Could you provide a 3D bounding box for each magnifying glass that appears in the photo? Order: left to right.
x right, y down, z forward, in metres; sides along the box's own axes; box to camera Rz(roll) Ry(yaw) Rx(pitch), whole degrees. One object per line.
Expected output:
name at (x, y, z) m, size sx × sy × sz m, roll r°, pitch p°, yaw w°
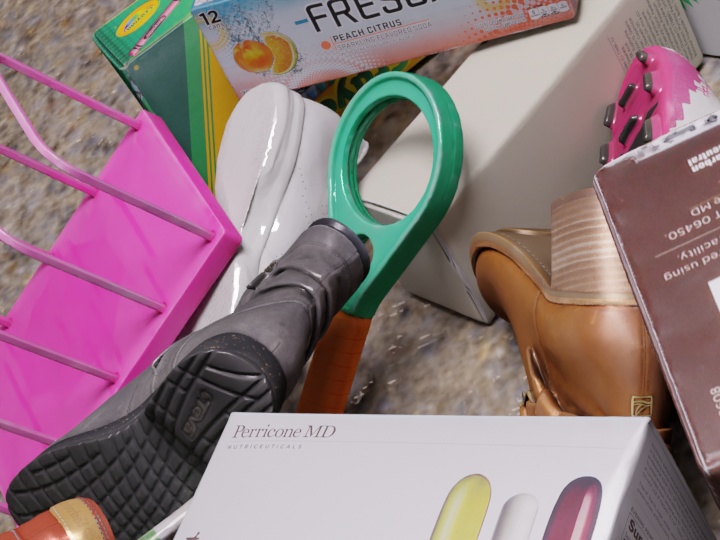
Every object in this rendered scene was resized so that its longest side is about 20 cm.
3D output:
magnifying glass at (0.000, 0.000, 1.075) m, size 0.079 × 0.022 × 0.201 m, roll 25°, pitch 104°, yaw 45°

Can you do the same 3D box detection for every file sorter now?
file sorter at (-0.185, 0.008, 1.143) m, size 0.201 × 0.125 × 0.139 m, roll -55°, pitch 38°, yaw 14°

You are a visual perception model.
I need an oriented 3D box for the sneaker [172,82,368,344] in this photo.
sneaker at (-0.044, 0.007, 1.151) m, size 0.075 × 0.088 × 0.201 m, roll 5°, pitch 75°, yaw 57°

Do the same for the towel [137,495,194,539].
towel at (-0.103, 0.149, 1.004) m, size 0.200 × 0.153 × 0.023 m, roll -38°, pitch 80°, yaw -6°

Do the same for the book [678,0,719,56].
book at (0.233, -0.160, 1.083) m, size 0.199 × 0.134 × 0.048 m, roll 11°, pitch 56°, yaw 41°

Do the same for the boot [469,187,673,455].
boot at (0.094, 0.054, 0.997) m, size 0.073 × 0.200 × 0.156 m, roll 0°, pitch 81°, yaw -7°

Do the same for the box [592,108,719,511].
box at (0.210, 0.044, 0.833) m, size 0.165 × 0.200 × 0.165 m, roll -24°, pitch 42°, yaw 8°

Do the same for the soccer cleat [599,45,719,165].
soccer cleat at (0.172, -0.034, 1.053) m, size 0.201 × 0.086 × 0.070 m, roll -96°, pitch 25°, yaw -52°

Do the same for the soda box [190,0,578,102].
soda box at (0.014, -0.153, 1.146) m, size 0.199 × 0.069 × 0.064 m, roll -12°, pitch 39°, yaw 21°

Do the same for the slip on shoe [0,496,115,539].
slip on shoe at (-0.093, 0.168, 0.913) m, size 0.061 × 0.201 × 0.074 m, roll -38°, pitch 42°, yaw -11°

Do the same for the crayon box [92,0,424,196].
crayon box at (-0.041, -0.143, 1.261) m, size 0.200 × 0.119 × 0.058 m, roll -38°, pitch 37°, yaw -6°

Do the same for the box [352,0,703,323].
box at (0.089, -0.076, 1.136) m, size 0.068 × 0.082 × 0.200 m, roll 22°, pitch 62°, yaw 44°

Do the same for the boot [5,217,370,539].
boot at (-0.077, 0.062, 1.046) m, size 0.200 × 0.070 × 0.132 m, roll -32°, pitch 13°, yaw 37°

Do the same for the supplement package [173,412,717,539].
supplement package at (0.041, 0.147, 0.880) m, size 0.199 × 0.156 × 0.111 m, roll -2°, pitch 47°, yaw 33°
